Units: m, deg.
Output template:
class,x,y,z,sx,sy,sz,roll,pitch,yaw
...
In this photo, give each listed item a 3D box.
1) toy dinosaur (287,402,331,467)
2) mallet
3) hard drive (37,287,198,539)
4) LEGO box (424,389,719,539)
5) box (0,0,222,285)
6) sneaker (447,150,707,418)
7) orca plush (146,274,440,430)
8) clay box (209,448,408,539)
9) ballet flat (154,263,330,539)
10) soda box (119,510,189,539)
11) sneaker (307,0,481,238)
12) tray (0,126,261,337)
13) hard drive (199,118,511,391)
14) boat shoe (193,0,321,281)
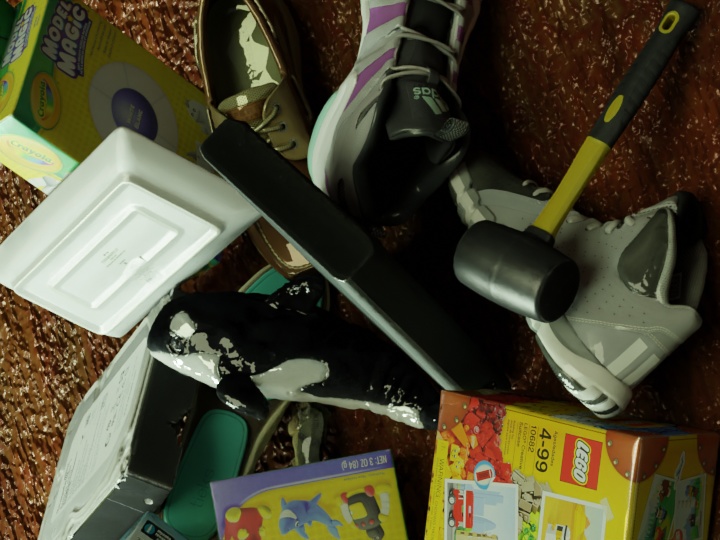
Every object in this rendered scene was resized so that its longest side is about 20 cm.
class,x,y,z,sx,sy,sz,roll,pitch,yaw
toy dinosaur,-0.033,0.178,1.597,0.088,0.047,0.201,-26,75,34
mallet,0.119,-0.066,1.399,0.066,0.041,0.201,17,71,34
hard drive,-0.156,0.115,1.643,0.200,0.038,0.140,131,156,-54
LEGO box,0.111,0.177,1.432,0.148,0.077,0.202,11,97,44
box,-0.162,-0.093,1.596,0.048,0.200,0.118,-28,39,40
sneaker,0.134,-0.019,1.430,0.115,0.075,0.201,-39,50,12
orca plush,-0.031,0.042,1.518,0.199,0.105,0.072,23,121,27
clay box,-0.018,0.217,1.535,0.048,0.114,0.202,92,167,-78
ballet flat,-0.077,0.086,1.614,0.069,0.069,0.201,18,77,42
soda box,-0.149,0.218,1.574,0.063,0.069,0.200,36,150,-5
sneaker,0.039,-0.113,1.467,0.140,0.077,0.201,-130,55,-67
tray,-0.150,-0.014,1.581,0.200,0.107,0.022,-38,32,48
hard drive,0.000,0.000,1.463,0.033,0.200,0.139,-46,54,-2
boat shoe,-0.064,-0.091,1.592,0.075,0.074,0.201,-23,72,13
